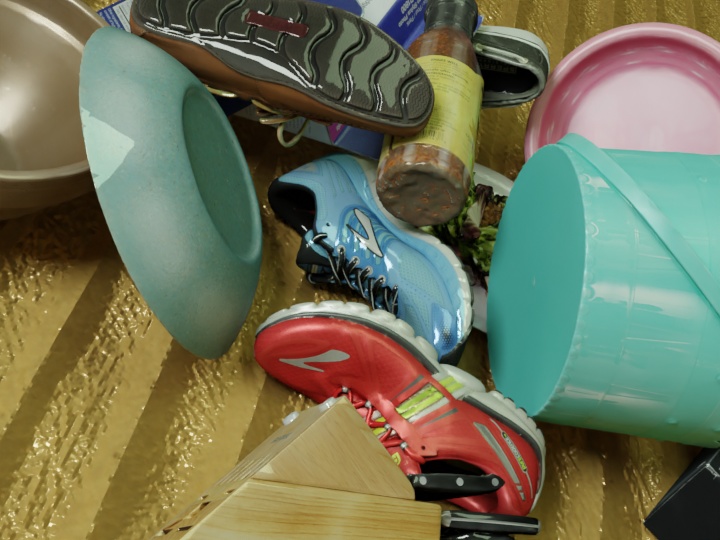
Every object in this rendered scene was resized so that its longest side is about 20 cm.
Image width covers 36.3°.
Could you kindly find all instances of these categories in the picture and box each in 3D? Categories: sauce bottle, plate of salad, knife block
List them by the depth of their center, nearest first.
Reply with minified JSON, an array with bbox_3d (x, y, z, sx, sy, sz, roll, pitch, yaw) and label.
[{"bbox_3d":[-0.003,0.163,0.552,0.200,0.064,0.176,-38,93,-30],"label":"knife block"},{"bbox_3d":[0.055,-0.122,0.765,0.066,0.066,0.201,23,51,-12],"label":"sauce bottle"},{"bbox_3d":[0.103,-0.027,0.850,0.199,0.048,0.201,20,40,-17],"label":"plate of salad"}]

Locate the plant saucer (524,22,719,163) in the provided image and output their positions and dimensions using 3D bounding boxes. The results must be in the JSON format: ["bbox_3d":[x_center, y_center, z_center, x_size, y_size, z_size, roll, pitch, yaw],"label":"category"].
[{"bbox_3d":[0.241,-0.105,0.932,0.200,0.201,0.051,44,11,13],"label":"plant saucer"}]

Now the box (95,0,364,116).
[{"bbox_3d":[-0.106,-0.164,0.774,0.199,0.032,0.122,-29,62,-6],"label":"box"}]

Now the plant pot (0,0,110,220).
[{"bbox_3d":[-0.234,-0.095,0.649,0.199,0.093,0.202,18,41,-17],"label":"plant pot"}]

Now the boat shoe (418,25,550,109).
[{"bbox_3d":[0.054,-0.169,0.897,0.198,0.071,0.064,4,32,11],"label":"boat shoe"}]

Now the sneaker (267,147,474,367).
[{"bbox_3d":[0.000,0.000,0.742,0.089,0.079,0.200,-13,48,-31],"label":"sneaker"}]

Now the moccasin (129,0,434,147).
[{"bbox_3d":[-0.050,-0.128,0.703,0.200,0.078,0.074,13,69,3],"label":"moccasin"}]

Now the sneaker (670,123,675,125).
[{"bbox_3d":[0.293,-0.076,0.984,0.076,0.114,0.200,-16,61,-42],"label":"sneaker"}]

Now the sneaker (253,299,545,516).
[{"bbox_3d":[0.023,0.089,0.653,0.199,0.077,0.085,28,46,-4],"label":"sneaker"}]

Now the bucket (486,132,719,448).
[{"bbox_3d":[0.172,0.013,0.714,0.134,0.208,0.208,7,44,-12],"label":"bucket"}]

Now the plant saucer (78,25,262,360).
[{"bbox_3d":[-0.096,-0.051,0.639,0.201,0.038,0.203,-18,90,-79],"label":"plant saucer"}]

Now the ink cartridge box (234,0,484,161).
[{"bbox_3d":[-0.029,-0.183,0.840,0.199,0.044,0.197,18,50,17],"label":"ink cartridge box"}]

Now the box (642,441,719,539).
[{"bbox_3d":[0.308,0.161,0.769,0.141,0.079,0.199,47,41,14],"label":"box"}]
